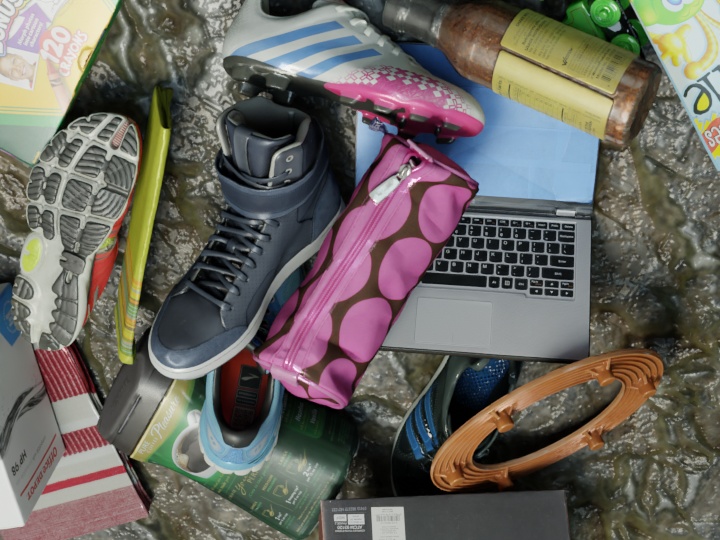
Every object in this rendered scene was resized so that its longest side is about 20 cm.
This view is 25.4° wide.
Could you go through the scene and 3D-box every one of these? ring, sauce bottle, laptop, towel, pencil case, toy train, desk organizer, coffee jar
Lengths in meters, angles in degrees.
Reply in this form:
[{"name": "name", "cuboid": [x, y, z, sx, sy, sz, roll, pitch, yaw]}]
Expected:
[{"name": "ring", "cuboid": [0.146, 0.122, 1.225, 0.199, 0.019, 0.201, -21, 155, -10]}, {"name": "sauce bottle", "cuboid": [0.111, -0.154, 1.121, 0.199, 0.066, 0.066, 28, 117, 17]}, {"name": "laptop", "cuboid": [0.082, -0.050, 1.174, 0.186, 0.201, 0.116, 4, 150, 4]}, {"name": "towel", "cuboid": [-0.277, 0.140, 1.351, 0.143, 0.023, 0.201, -16, 111, 15]}, {"name": "pencil case", "cuboid": [0.000, 0.000, 1.127, 0.090, 0.094, 0.201, 29, 91, 5]}, {"name": "toy train", "cuboid": [0.139, -0.224, 1.121, 0.056, 0.042, 0.201, -21, 108, 35]}, {"name": "desk organizer", "cuboid": [0.063, 0.223, 1.278, 0.198, 0.072, 0.077, -1, 159, -10]}, {"name": "towel", "cuboid": [-0.164, -0.033, 1.220, 0.018, 0.086, 0.201, 6, 117, -15]}, {"name": "coffee jar", "cuboid": [-0.108, 0.130, 1.292, 0.199, 0.085, 0.105, 28, 117, -9]}]

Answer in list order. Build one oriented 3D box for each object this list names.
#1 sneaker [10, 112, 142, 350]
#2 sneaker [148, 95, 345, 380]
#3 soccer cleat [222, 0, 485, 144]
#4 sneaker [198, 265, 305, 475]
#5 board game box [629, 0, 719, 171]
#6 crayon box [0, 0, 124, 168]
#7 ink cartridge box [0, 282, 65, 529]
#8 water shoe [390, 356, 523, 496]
[{"name": "sneaker", "cuboid": [-0.215, -0.037, 1.223, 0.077, 0.085, 0.201, 26, 113, 5]}, {"name": "sneaker", "cuboid": [-0.092, -0.031, 1.134, 0.077, 0.203, 0.147, 27, 153, 23]}, {"name": "soccer cleat", "cuboid": [-0.001, -0.153, 1.144, 0.198, 0.070, 0.087, 15, 80, 4]}, {"name": "sneaker", "cuboid": [-0.078, 0.051, 1.211, 0.078, 0.090, 0.202, 5, 75, -6]}, {"name": "board game box", "cuboid": [0.242, -0.191, 1.093, 0.102, 0.105, 0.201, -26, 111, 16]}, {"name": "crayon box", "cuboid": [-0.243, -0.191, 1.166, 0.118, 0.058, 0.201, 27, 115, -8]}, {"name": "ink cartridge box", "cuboid": [-0.296, 0.126, 1.271, 0.066, 0.116, 0.201, -8, 114, 12]}, {"name": "water shoe", "cuboid": [0.071, 0.129, 1.278, 0.071, 0.079, 0.201, 18, 116, -3]}]
